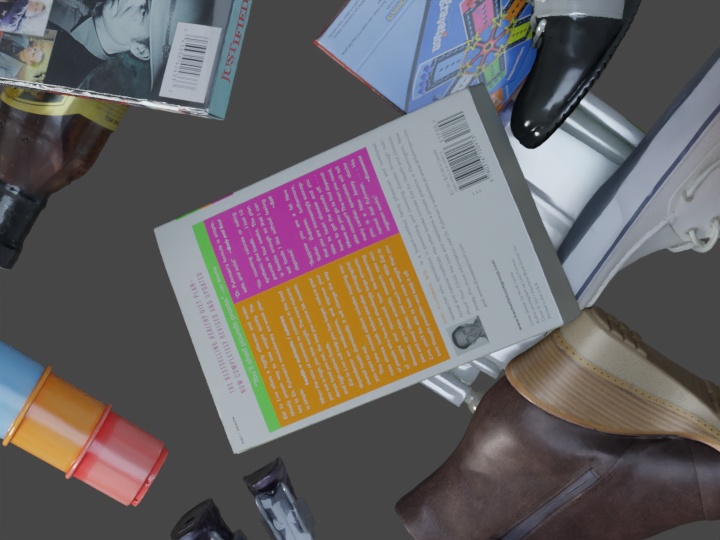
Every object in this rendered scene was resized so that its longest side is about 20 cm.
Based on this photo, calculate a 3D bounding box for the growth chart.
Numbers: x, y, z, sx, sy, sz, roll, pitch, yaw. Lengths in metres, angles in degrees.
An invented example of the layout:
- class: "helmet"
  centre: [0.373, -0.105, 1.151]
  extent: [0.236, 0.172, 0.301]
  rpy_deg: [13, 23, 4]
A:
- class: "growth chart"
  centre: [0.073, -0.023, 1.487]
  extent: [0.145, 0.018, 0.200]
  rpy_deg: [42, 93, -3]

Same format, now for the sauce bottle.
- class: "sauce bottle"
  centre: [-0.155, -0.095, 1.453]
  extent: [0.066, 0.066, 0.200]
  rpy_deg: [29, 92, -3]

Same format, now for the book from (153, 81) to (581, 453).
- class: "book"
  centre: [0.000, 0.000, 1.437]
  extent: [0.200, 0.048, 0.134]
  rpy_deg: [-22, 90, 24]

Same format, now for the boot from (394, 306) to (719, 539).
- class: "boot"
  centre: [0.141, 0.130, 1.489]
  extent: [0.200, 0.072, 0.166]
  rpy_deg: [37, 107, -9]

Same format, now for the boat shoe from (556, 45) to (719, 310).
- class: "boat shoe"
  centre: [0.176, -0.044, 1.450]
  extent: [0.070, 0.071, 0.200]
  rpy_deg: [40, 80, -2]

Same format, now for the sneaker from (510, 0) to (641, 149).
- class: "sneaker"
  centre: [0.109, -0.161, 1.426]
  extent: [0.088, 0.074, 0.200]
  rpy_deg: [27, 78, -5]

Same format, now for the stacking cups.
- class: "stacking cups"
  centre: [-0.198, 0.062, 1.466]
  extent: [0.200, 0.061, 0.061]
  rpy_deg: [30, 93, -3]

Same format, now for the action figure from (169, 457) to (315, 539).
- class: "action figure"
  centre: [-0.023, 0.205, 1.479]
  extent: [0.130, 0.069, 0.200]
  rpy_deg: [-34, 97, -4]

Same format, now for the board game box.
- class: "board game box"
  centre: [0.076, -0.169, 1.466]
  extent: [0.103, 0.019, 0.200]
  rpy_deg: [39, 86, -3]

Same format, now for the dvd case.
- class: "dvd case"
  centre: [-0.144, -0.162, 1.415]
  extent: [0.200, 0.022, 0.146]
  rpy_deg: [9, 84, 28]
